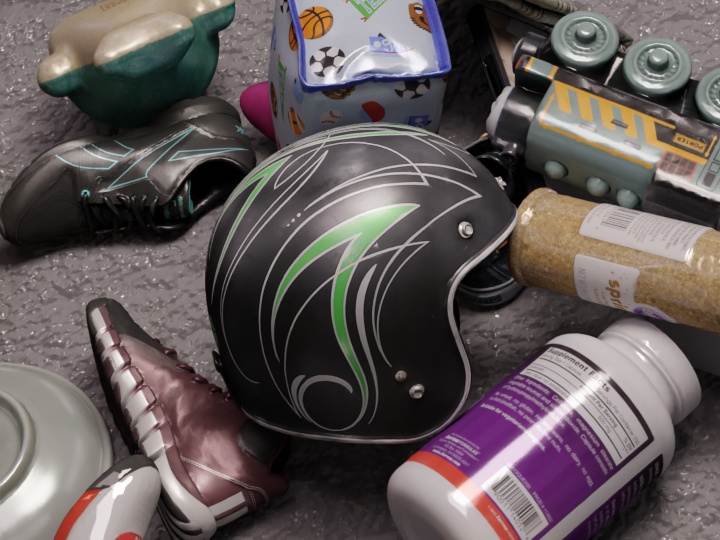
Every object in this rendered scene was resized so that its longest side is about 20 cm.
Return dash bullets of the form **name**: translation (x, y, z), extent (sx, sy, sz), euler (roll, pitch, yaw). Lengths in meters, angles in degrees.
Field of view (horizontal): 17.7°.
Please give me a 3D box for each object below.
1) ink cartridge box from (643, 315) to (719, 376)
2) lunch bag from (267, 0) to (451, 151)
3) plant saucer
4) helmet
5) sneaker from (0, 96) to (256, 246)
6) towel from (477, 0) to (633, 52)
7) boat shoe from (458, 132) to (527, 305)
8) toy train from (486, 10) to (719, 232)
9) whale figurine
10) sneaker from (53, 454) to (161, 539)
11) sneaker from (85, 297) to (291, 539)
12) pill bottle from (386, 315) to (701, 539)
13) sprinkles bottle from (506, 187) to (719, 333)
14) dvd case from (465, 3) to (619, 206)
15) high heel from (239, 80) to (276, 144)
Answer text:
- **ink cartridge box**: translation (0.297, -0.018, 1.573), extent (0.145, 0.088, 0.200), euler (17, 55, 25)
- **lunch bag**: translation (-0.006, -0.155, 1.612), extent (0.124, 0.170, 0.200), euler (-6, 53, -11)
- **plant saucer**: translation (-0.271, 0.133, 1.582), extent (0.200, 0.050, 0.200), euler (-6, 50, 7)
- **helmet**: translation (0.000, 0.000, 1.494), extent (0.200, 0.191, 0.200), euler (1, 15, 0)
- **sneaker**: translation (-0.171, -0.063, 1.710), extent (0.200, 0.075, 0.079), euler (-25, 53, -10)
- **towel**: translation (0.078, -0.213, 1.714), extent (0.193, 0.200, 0.035), euler (31, 100, 42)
- **boat shoe**: translation (0.111, -0.077, 1.652), extent (0.071, 0.091, 0.200), euler (6, 52, 21)
- **toy train**: translation (0.183, -0.093, 1.541), extent (0.200, 0.085, 0.114), euler (23, 64, 14)
- **whale figurine**: translation (-0.160, -0.155, 1.729), extent (0.159, 0.104, 0.200), euler (-24, 12, -7)
- **sneaker**: translation (-0.160, 0.222, 1.460), extent (0.108, 0.067, 0.201), euler (29, 76, 29)
- **sneaker**: translation (-0.107, 0.089, 1.581), extent (0.115, 0.076, 0.200), euler (-21, 60, -13)
- **pill bottle**: translation (0.121, 0.118, 1.477), extent (0.200, 0.112, 0.112), euler (-38, 54, -21)
- **sprinkles bottle**: translation (0.195, -0.001, 1.482), extent (0.200, 0.068, 0.068), euler (15, 55, 30)
- **dvd case**: translation (0.155, -0.099, 1.653), extent (0.143, 0.018, 0.200), euler (18, 39, -33)
- **high heel**: translation (-0.020, -0.075, 1.691), extent (0.200, 0.067, 0.096), euler (22, 47, 22)
